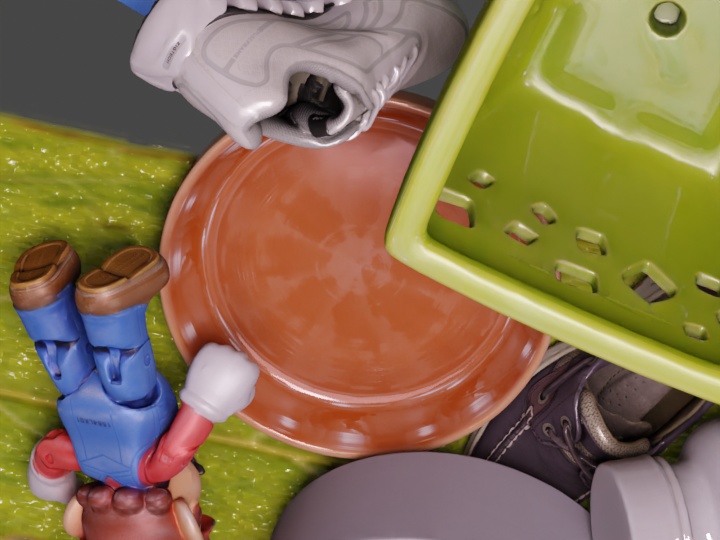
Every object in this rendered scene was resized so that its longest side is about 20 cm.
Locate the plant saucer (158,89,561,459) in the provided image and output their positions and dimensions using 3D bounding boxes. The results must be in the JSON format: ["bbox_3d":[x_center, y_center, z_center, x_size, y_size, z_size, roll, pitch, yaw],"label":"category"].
[{"bbox_3d":[0.000,0.000,1.456,0.200,0.032,0.200,2,115,4],"label":"plant saucer"}]

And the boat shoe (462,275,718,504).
[{"bbox_3d":[0.122,0.070,1.459,0.072,0.065,0.200,42,113,-16],"label":"boat shoe"}]

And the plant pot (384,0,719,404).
[{"bbox_3d":[0.140,-0.085,1.318,0.199,0.182,0.200,24,115,-6],"label":"plant pot"}]

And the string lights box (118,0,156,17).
[{"bbox_3d":[-0.108,-0.187,1.359,0.200,0.059,0.103,29,114,-9],"label":"string lights box"}]

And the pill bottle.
[{"bbox_3d":[0.219,0.121,1.424,0.200,0.111,0.111,-7,116,-10],"label":"pill bottle"}]

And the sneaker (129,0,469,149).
[{"bbox_3d":[-0.013,-0.091,1.331,0.081,0.200,0.075,44,123,27],"label":"sneaker"}]

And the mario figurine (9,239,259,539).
[{"bbox_3d":[-0.114,0.075,1.476,0.106,0.123,0.200,-21,119,-20],"label":"mario figurine"}]

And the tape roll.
[{"bbox_3d":[0.042,0.188,1.497,0.200,0.066,0.200,8,131,10],"label":"tape roll"}]
